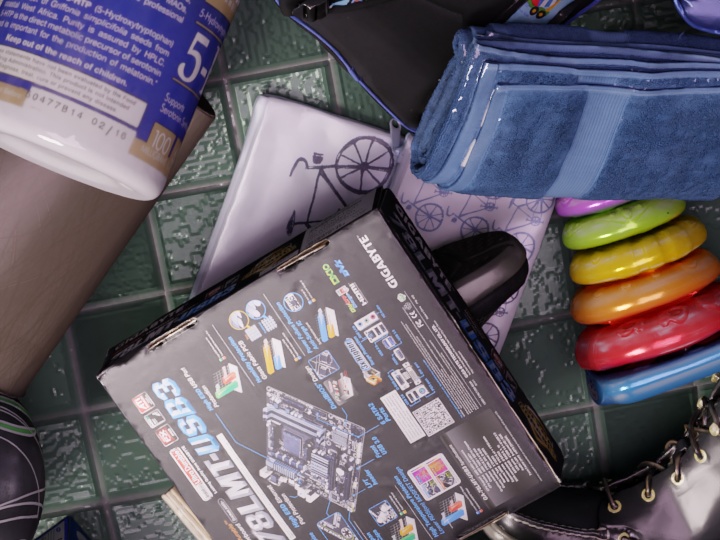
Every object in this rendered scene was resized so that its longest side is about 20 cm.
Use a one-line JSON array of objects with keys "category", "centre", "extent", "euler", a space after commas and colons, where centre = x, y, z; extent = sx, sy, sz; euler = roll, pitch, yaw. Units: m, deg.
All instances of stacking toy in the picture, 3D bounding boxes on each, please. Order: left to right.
[{"category": "stacking toy", "centre": [0.158, -0.028, 1.617], "extent": [0.109, 0.116, 0.201], "euler": [-19, 96, -1]}]

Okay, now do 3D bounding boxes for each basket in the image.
[{"category": "basket", "centre": [-0.191, -0.057, 1.564], "extent": [0.200, 0.136, 0.180], "euler": [-44, 106, 6]}]

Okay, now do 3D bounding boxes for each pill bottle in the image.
[{"category": "pill bottle", "centre": [-0.125, -0.150, 1.440], "extent": [0.119, 0.120, 0.200], "euler": [23, 84, -10]}]

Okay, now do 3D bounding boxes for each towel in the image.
[{"category": "towel", "centre": [0.133, -0.083, 1.517], "extent": [0.199, 0.049, 0.112], "euler": [1, 134, -24]}]

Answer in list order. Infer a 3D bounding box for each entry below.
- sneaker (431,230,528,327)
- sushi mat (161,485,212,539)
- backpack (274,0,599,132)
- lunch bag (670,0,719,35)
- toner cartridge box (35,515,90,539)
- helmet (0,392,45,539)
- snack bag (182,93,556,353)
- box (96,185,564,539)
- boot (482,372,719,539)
[{"category": "sneaker", "centre": [0.039, 0.065, 1.622], "extent": [0.199, 0.076, 0.114], "euler": [-40, 107, 13]}, {"category": "sushi mat", "centre": [-0.023, 0.180, 1.657], "extent": [0.096, 0.012, 0.200], "euler": [-41, 82, -5]}, {"category": "backpack", "centre": [0.054, -0.197, 1.508], "extent": [0.200, 0.135, 0.183], "euler": [-37, 135, 13]}, {"category": "lunch bag", "centre": [0.252, -0.205, 1.543], "extent": [0.199, 0.132, 0.136], "euler": [0, 107, -4]}, {"category": "toner cartridge box", "centre": [-0.135, 0.252, 1.678], "extent": [0.043, 0.095, 0.200], "euler": [-36, 106, 7]}, {"category": "helmet", "centre": [-0.283, 0.126, 1.577], "extent": [0.190, 0.200, 0.200], "euler": [-33, 106, 9]}, {"category": "snack bag", "centre": [0.000, 0.000, 1.648], "extent": [0.199, 0.021, 0.189], "euler": [19, 105, -9]}, {"category": "box", "centre": [-0.016, 0.084, 1.569], "extent": [0.198, 0.050, 0.200], "euler": [-31, 104, 17]}, {"category": "boot", "centre": [0.186, 0.118, 1.652], "extent": [0.203, 0.074, 0.154], "euler": [12, 121, -14]}]
